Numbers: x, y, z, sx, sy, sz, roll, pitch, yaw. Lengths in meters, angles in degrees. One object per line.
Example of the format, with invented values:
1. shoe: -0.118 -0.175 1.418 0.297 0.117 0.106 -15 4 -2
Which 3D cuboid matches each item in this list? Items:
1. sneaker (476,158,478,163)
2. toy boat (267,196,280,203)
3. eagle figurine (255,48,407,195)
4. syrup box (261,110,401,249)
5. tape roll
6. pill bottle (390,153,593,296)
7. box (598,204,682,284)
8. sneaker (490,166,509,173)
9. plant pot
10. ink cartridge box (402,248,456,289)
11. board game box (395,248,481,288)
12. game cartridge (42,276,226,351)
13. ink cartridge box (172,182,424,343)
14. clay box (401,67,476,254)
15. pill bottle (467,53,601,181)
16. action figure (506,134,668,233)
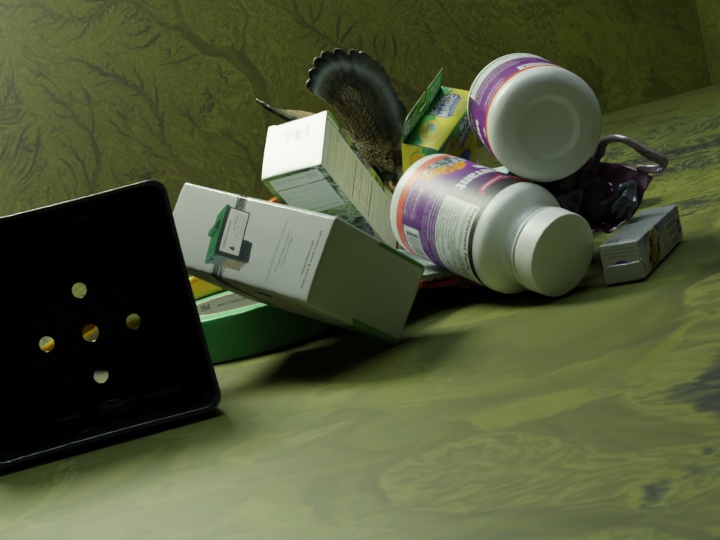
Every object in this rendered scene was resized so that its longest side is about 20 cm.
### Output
1. sneaker: 0.125 -0.100 1.802 0.082 0.074 0.200 -16 -32 6
2. toy boat: -0.118 -0.035 1.691 0.200 0.130 0.131 -1 53 58
3. eagle figurine: -0.012 -0.163 1.661 0.152 0.200 0.151 -31 0 -2
4. syrup box: -0.028 -0.085 1.573 0.079 0.082 0.200 -13 -37 25
5. tape roll: -0.122 0.052 1.473 0.200 0.048 0.200 -13 7 2
6. pill bottle: 0.131 -0.042 1.356 0.111 0.112 0.200 -18 27 -33
7. box: 0.283 -0.028 1.368 0.041 0.039 0.200 -9 9 24
8. sneaker: 0.215 -0.097 1.702 0.200 0.078 0.140 9 -2 -29
9. plant pot: -0.246 0.049 1.212 0.199 0.200 0.177 -15 -3 -9
10. ink cartridge box: 0.127 -0.021 1.584 0.200 0.045 0.176 -7 9 42
11. board game box: 0.000 0.000 1.442 0.200 0.026 0.200 10 11 37
12. game cartridge: -0.251 0.051 1.601 0.200 0.032 0.176 -21 -6 -41
13. ink cartridge box: -0.066 -0.008 1.271 0.200 0.084 0.146 14 -8 40
14. clay box: 0.089 -0.110 1.507 0.048 0.200 0.115 15 46 19
15. pill bottle: 0.172 -0.161 1.399 0.112 0.113 0.200 -14 15 0
16. action figure: 0.219 -0.101 1.468 0.149 0.134 0.200 -57 11 10
